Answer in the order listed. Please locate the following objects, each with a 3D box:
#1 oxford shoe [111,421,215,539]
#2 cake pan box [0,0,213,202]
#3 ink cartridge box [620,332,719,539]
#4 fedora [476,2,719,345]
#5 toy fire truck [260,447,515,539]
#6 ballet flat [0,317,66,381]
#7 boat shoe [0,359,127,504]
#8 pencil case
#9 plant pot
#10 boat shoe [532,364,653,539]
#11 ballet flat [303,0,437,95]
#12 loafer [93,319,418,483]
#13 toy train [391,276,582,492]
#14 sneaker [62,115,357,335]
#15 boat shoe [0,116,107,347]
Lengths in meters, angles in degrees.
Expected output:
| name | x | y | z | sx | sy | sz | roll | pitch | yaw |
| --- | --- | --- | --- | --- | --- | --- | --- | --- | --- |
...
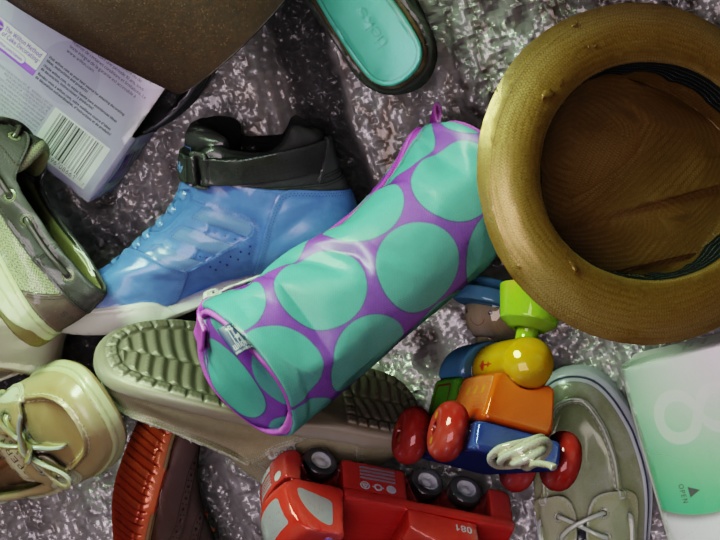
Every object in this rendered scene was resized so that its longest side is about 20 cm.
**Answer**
| name | x | y | z | sx | sy | sz | roll | pitch | yaw |
| --- | --- | --- | --- | --- | --- | --- | --- | --- | --- |
| oxford shoe | -0.114 | 0.165 | 1.462 | 0.072 | 0.071 | 0.201 | 8 | 99 | -19 |
| cake pan box | -0.175 | -0.168 | 1.409 | 0.200 | 0.052 | 0.184 | 37 | 109 | 5 |
| ink cartridge box | 0.266 | 0.104 | 1.358 | 0.199 | 0.050 | 0.161 | -15 | 97 | 18 |
| fedora | 0.142 | -0.052 | 1.314 | 0.200 | 0.082 | 0.201 | 1 | 88 | -24 |
| toy fire truck | 0.041 | 0.180 | 1.352 | 0.199 | 0.141 | 0.049 | 12 | 130 | -15 |
| ballet flat | -0.275 | 0.044 | 1.470 | 0.199 | 0.069 | 0.070 | 0 | 101 | 13 |
| boat shoe | -0.202 | 0.107 | 1.409 | 0.073 | 0.063 | 0.200 | 58 | 145 | -1 |
| pencil case | 0.000 | 0.000 | 1.333 | 0.200 | 0.085 | 0.092 | -39 | 82 | -20 |
| plant pot | -0.135 | -0.198 | 1.289 | 0.187 | 0.187 | 0.200 | -39 | 104 | 17 |
| boat shoe | 0.138 | 0.156 | 1.389 | 0.072 | 0.062 | 0.201 | -8 | 98 | 15 |
| ballet flat | -0.020 | -0.189 | 1.357 | 0.068 | 0.068 | 0.200 | -28 | 93 | 17 |
| loafer | -0.064 | 0.085 | 1.391 | 0.199 | 0.076 | 0.068 | 15 | 126 | -17 |
| toy train | 0.089 | 0.057 | 1.310 | 0.084 | 0.200 | 0.116 | 15 | 80 | -13 |
| sneaker | -0.102 | -0.033 | 1.401 | 0.199 | 0.077 | 0.112 | -12 | 104 | 11 |
| boat shoe | -0.209 | -0.057 | 1.381 | 0.066 | 0.072 | 0.201 | -27 | 85 | 8 |
